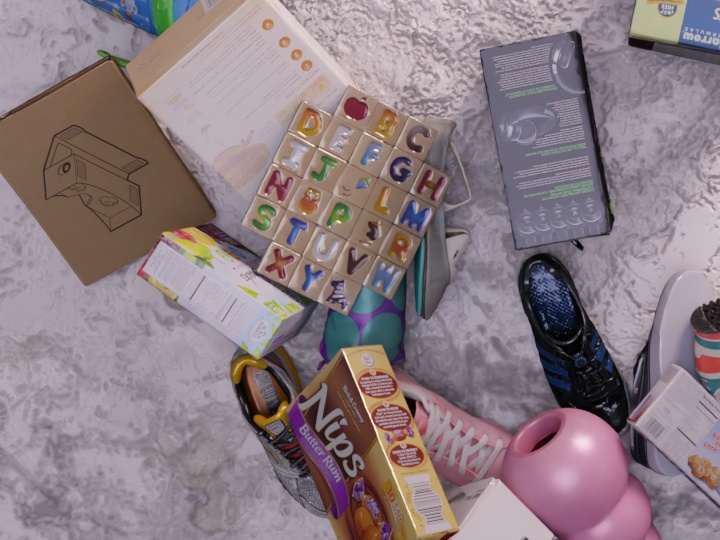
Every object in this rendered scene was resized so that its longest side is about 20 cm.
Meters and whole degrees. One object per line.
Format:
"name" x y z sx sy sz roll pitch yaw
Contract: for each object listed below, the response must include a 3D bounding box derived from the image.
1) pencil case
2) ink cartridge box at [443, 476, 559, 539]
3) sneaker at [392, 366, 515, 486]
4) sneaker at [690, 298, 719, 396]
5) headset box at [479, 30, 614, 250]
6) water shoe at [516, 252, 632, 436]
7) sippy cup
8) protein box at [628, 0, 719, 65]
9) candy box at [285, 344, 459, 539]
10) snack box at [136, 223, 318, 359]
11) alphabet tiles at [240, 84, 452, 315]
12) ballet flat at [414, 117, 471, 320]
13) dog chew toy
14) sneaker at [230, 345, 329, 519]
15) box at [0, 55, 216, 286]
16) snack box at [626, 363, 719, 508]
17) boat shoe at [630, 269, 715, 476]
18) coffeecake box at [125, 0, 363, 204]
"pencil case" 0.000 0.000 1.697 0.092 0.085 0.202 0 96 7
"ink cartridge box" 0.148 0.305 1.650 0.200 0.147 0.083 45 65 -5
"sneaker" 0.082 0.168 1.691 0.200 0.105 0.076 33 97 3
"sneaker" 0.410 0.068 1.642 0.198 0.070 0.094 -11 116 -13
"headset box" 0.180 -0.116 1.613 0.092 0.174 0.201 -10 93 10
"water shoe" 0.204 0.081 1.675 0.071 0.079 0.201 -27 91 10
"sippy cup" -0.211 -0.298 1.687 0.130 0.140 0.178 19 57 17
"protein box" 0.329 -0.293 1.560 0.134 0.200 0.200 12 97 7
"candy box" 0.009 0.185 1.616 0.117 0.056 0.201 -48 57 43
"snack box" -0.123 0.017 1.658 0.142 0.200 0.053 36 99 4
"alphabet tiles" -0.012 -0.067 1.641 0.166 0.006 0.201 26 92 -11
"ballet flat" 0.080 -0.051 1.691 0.063 0.067 0.202 -4 96 -2
"dog chew toy" 0.225 0.231 1.664 0.124 0.125 0.200 -33 110 10
"sneaker" -0.077 0.165 1.725 0.078 0.082 0.201 -32 90 10
"box" -0.265 -0.097 1.718 0.163 0.021 0.201 -27 117 11
"snack box" 0.345 0.179 1.644 0.200 0.024 0.072 42 85 -21
"boat shoe" 0.298 0.097 1.668 0.071 0.068 0.202 -1 98 -29
"coffeecake box" -0.101 -0.169 1.652 0.153 0.073 0.200 -40 125 9
